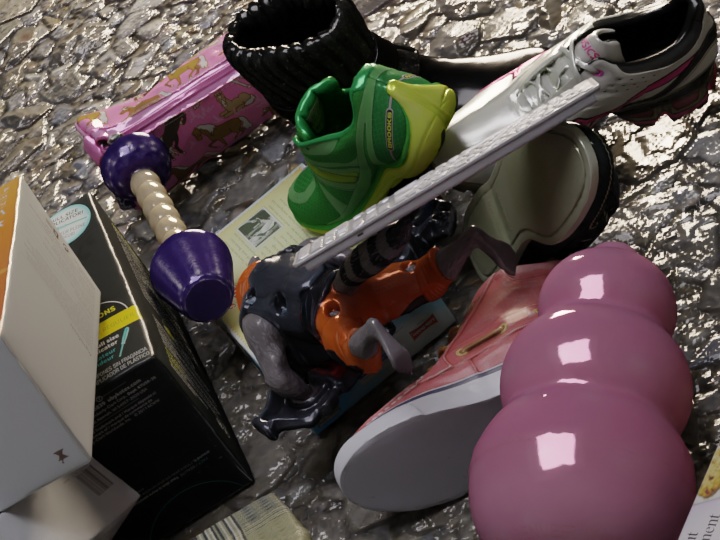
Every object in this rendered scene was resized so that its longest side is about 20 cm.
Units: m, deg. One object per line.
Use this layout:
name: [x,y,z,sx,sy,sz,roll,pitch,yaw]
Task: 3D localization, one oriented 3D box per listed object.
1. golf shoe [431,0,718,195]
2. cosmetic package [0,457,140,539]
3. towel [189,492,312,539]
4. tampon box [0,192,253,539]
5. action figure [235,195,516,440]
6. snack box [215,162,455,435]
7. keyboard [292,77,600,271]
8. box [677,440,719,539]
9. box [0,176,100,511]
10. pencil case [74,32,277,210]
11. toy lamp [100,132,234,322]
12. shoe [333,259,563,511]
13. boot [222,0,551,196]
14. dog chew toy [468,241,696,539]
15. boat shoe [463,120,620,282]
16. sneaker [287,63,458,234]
golf shoe: [0.131,-0.118,1.646,0.199,0.092,0.073,-26,57,-9]
cosmetic package: [-0.215,0.202,1.512,0.151,0.052,0.200,-54,-5,21]
towel: [-0.109,0.187,1.370,0.192,0.035,0.200,-32,6,-4]
tampon box: [-0.184,0.078,1.687,0.149,0.126,0.200,-33,37,2]
action figure: [0.000,0.000,1.581,0.193,0.105,0.200,-6,42,48]
snack box: [-0.034,0.015,1.713,0.116,0.037,0.200,-39,37,-5]
keyboard: [0.048,-0.056,1.493,0.199,0.011,0.056,-30,13,4]
box: [0.205,0.111,1.363,0.041,0.039,0.201,1,50,40]
box: [-0.229,0.052,1.534,0.124,0.098,0.200,-27,26,10]
pencil case: [-0.103,-0.125,1.880,0.199,0.083,0.087,-32,31,3]
toy lamp: [-0.126,-0.028,1.757,0.058,0.058,0.200,-33,34,2]
shoe: [0.070,0.066,1.556,0.199,0.072,0.091,-27,36,2]
boot: [0.030,-0.132,1.721,0.210,0.158,0.080,-19,40,21]
dog chew toy: [0.128,0.076,1.435,0.124,0.125,0.201,-8,55,31]
boat shoe: [0.122,-0.044,1.573,0.066,0.200,0.075,-15,72,-19]
sneaker: [-0.005,-0.085,1.653,0.074,0.083,0.200,-63,11,-27]
